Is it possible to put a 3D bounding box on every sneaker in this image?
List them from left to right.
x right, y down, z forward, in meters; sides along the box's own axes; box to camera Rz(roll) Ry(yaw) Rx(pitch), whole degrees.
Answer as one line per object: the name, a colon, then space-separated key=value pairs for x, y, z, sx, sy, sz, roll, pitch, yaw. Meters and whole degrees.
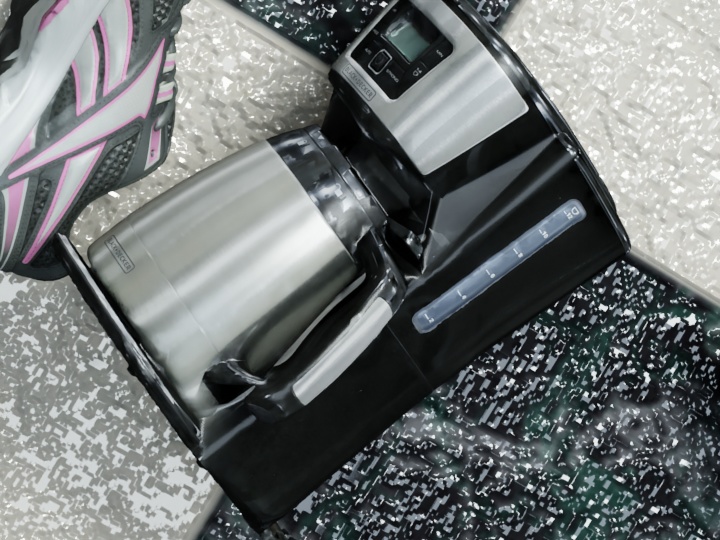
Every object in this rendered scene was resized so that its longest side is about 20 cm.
sneaker: x=-0.106 y=-0.083 z=1.080 sx=0.086 sy=0.080 sz=0.200 roll=32 pitch=103 yaw=-26

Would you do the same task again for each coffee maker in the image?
coffee maker: x=0.000 y=0.000 z=1.087 sx=0.199 sy=0.192 sz=0.135 roll=-36 pitch=64 yaw=-3
